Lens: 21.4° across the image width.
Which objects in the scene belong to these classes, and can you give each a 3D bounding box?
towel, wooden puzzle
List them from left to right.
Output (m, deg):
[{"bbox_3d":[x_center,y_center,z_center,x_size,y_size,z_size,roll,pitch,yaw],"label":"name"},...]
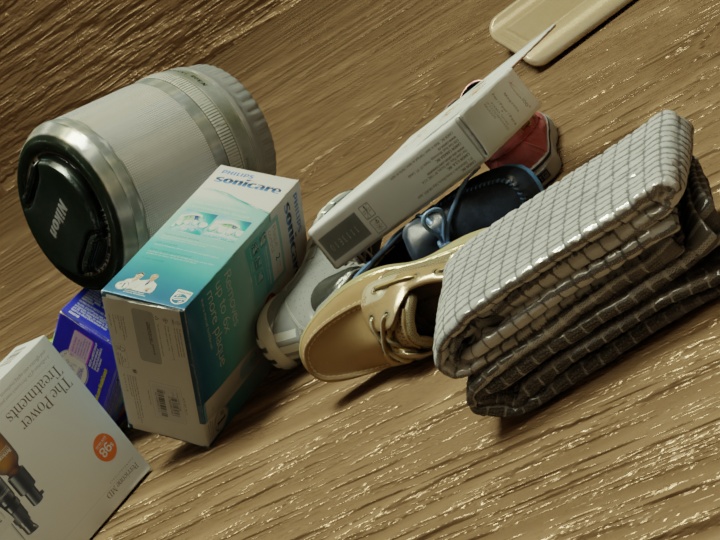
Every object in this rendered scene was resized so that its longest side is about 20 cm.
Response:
[{"bbox_3d":[0.233,-0.284,2.014,0.184,0.037,0.200,-36,18,3],"label":"wooden puzzle"},{"bbox_3d":[0.144,-0.002,1.223,0.199,0.086,0.166,-35,12,18],"label":"towel"}]

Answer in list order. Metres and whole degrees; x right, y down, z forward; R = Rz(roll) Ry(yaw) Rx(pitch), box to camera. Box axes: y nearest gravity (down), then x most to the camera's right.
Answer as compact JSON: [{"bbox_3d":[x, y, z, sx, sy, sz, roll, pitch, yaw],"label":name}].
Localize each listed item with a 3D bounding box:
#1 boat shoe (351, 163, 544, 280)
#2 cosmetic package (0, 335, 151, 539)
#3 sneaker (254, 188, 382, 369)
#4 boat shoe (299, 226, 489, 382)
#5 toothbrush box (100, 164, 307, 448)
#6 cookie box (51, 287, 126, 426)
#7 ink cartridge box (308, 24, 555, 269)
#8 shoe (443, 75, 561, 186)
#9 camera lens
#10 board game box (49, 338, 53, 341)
[{"bbox_3d":[0.065,-0.010,1.463,0.068,0.084,0.200,-25,-13,-45],"label":"boat shoe"},{"bbox_3d":[-0.284,0.174,1.567,0.051,0.151,0.200,-20,23,46],"label":"cosmetic package"},{"bbox_3d":[0.000,0.000,1.614,0.115,0.075,0.201,-16,35,45],"label":"sneaker"},{"bbox_3d":[0.034,0.032,1.401,0.199,0.071,0.065,-30,15,23],"label":"boat shoe"},{"bbox_3d":[-0.123,0.027,1.617,0.085,0.147,0.200,11,38,23],"label":"toothbrush box"},{"bbox_3d":[-0.216,0.053,1.807,0.200,0.075,0.172,-50,-11,-45],"label":"cookie box"},{"bbox_3d":[0.068,-0.098,1.517,0.200,0.044,0.174,-36,5,44],"label":"ink cartridge box"},{"bbox_3d":[0.122,-0.131,1.663,0.071,0.091,0.200,-35,14,9],"label":"shoe"},{"bbox_3d":[-0.194,-0.084,1.711,0.199,0.161,0.160,-30,7,-37],"label":"camera lens"},{"bbox_3d":[-0.394,0.155,2.120,0.200,0.045,0.134,-44,15,-26],"label":"board game box"}]
